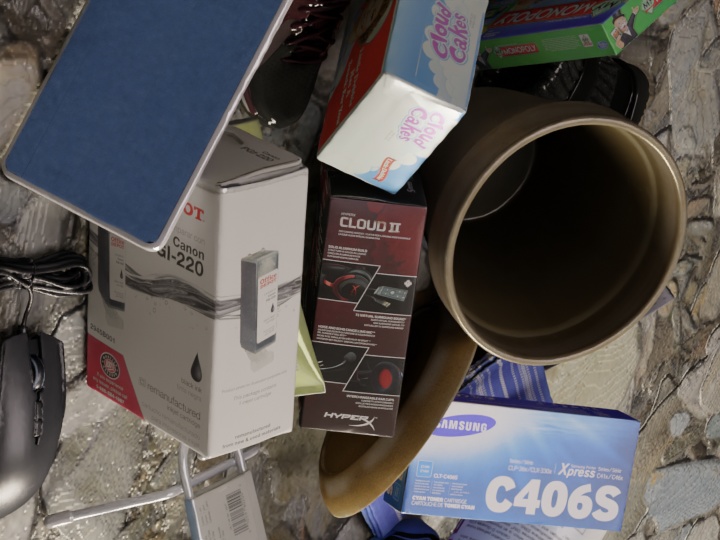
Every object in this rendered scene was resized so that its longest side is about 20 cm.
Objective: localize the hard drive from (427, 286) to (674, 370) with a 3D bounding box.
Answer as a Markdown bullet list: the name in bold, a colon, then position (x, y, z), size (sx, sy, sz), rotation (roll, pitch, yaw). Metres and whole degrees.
- **hard drive**: position (0.149, 0.029, 1.797), size (0.199, 0.043, 0.135), rotation (-28, 141, 14)

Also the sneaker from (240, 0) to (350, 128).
- **sneaker**: position (-0.028, -0.183, 1.500), size (0.075, 0.115, 0.202), rotation (-19, 122, -42)

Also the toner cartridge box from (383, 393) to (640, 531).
- **toner cartridge box**: position (0.123, 0.153, 1.739), size (0.198, 0.043, 0.096), rotation (6, 96, -20)

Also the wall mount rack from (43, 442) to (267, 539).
- **wall mount rack**: position (-0.135, 0.213, 1.592), size (0.173, 0.074, 0.202), rotation (-22, 104, -44)

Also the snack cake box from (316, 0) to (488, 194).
- **snack cake box**: position (0.037, -0.171, 1.511), size (0.067, 0.115, 0.201), rotation (24, 54, -16)

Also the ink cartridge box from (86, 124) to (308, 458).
- **ink cartridge box**: position (-0.114, 0.005, 1.473), size (0.084, 0.145, 0.202), rotation (-16, 120, -42)

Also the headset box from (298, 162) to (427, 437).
- **headset box**: position (0.000, 0.000, 1.597), size (0.074, 0.149, 0.202), rotation (6, 109, -5)

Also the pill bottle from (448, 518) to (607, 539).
- **pill bottle**: position (0.127, 0.249, 1.827), size (0.201, 0.113, 0.114), rotation (-57, 141, -16)

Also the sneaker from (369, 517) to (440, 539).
- **sneaker**: position (0.011, 0.290, 1.819), size (0.200, 0.078, 0.071), rotation (-39, 134, -30)

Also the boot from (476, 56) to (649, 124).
- **boot**: position (0.152, -0.096, 1.784), size (0.157, 0.079, 0.213), rotation (11, 95, -54)

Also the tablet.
- **tablet**: position (-0.137, -0.126, 1.399), size (0.201, 0.129, 0.014), rotation (-63, 163, -4)

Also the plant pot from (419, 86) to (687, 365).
- **plant pot**: position (0.122, -0.056, 1.637), size (0.198, 0.174, 0.202), rotation (-10, 119, -19)

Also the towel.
- **towel**: position (0.077, 0.139, 1.798), size (0.199, 0.024, 0.145), rotation (-36, 151, -9)

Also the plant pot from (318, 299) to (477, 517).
- **plant pot**: position (0.024, 0.100, 1.677), size (0.027, 0.200, 0.201), rotation (34, 80, -14)

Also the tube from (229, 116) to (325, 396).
- **tube**: position (-0.080, -0.006, 1.532), size (0.052, 0.058, 0.202), rotation (-15, 98, -33)

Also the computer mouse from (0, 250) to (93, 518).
- **computer mouse**: position (-0.245, 0.082, 1.441), size (0.140, 0.046, 0.202), rotation (9, 102, -52)

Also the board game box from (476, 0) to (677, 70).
- **board game box**: position (0.165, -0.204, 1.651), size (0.134, 0.199, 0.029), rotation (-41, 112, -28)
